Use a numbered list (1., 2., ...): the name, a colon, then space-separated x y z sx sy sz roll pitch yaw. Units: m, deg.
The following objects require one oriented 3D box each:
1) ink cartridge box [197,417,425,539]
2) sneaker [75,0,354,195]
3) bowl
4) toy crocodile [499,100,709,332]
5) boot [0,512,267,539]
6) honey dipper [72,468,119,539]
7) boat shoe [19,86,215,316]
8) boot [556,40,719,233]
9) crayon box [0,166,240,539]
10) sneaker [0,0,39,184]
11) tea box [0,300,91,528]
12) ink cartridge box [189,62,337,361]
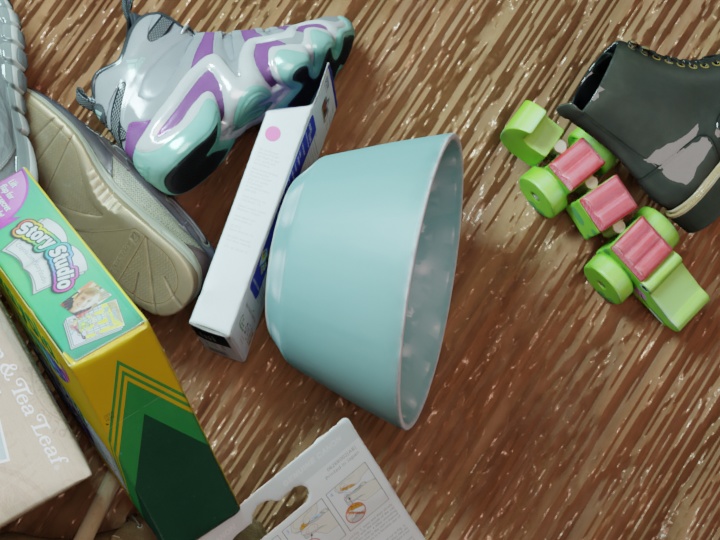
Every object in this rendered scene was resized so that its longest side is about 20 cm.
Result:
1. ink cartridge box: -0.036 0.207 1.241 0.162 0.050 0.200 -39 122 -12
2. sneaker: -0.109 -0.154 1.301 0.140 0.078 0.200 43 55 17
3. bowl: 0.000 0.000 1.258 0.104 0.201 0.202 9 82 10
4. toy crocodile: 0.177 -0.041 1.346 0.067 0.062 0.200 -39 92 -12
5. boot: -0.155 0.191 1.263 0.199 0.074 0.076 12 70 -17
6. honey dipper: -0.170 0.157 1.224 0.038 0.038 0.200 27 49 -7
7. boat shoe: -0.177 -0.051 1.281 0.200 0.065 0.072 42 115 11
8. boot: 0.241 -0.148 1.343 0.138 0.077 0.200 38 66 -14
9. crayon box: -0.166 0.055 1.171 0.058 0.200 0.173 -32 131 -12
10. sneaker: -0.275 -0.129 1.221 0.075 0.115 0.201 -28 66 22
11. tea box: -0.275 0.075 1.182 0.133 0.197 0.201 -29 89 -12
12. ink cartridge box: -0.064 -0.041 1.281 0.037 0.095 0.201 20 79 7
